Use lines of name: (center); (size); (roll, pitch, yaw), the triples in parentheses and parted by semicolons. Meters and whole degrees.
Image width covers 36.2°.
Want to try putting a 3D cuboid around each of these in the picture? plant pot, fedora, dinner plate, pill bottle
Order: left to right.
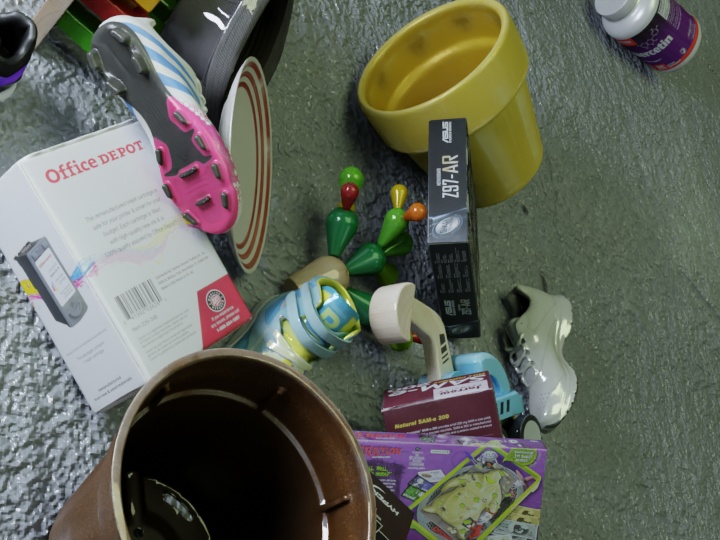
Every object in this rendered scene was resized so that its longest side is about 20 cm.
plant pot: (-0.124, 0.187, 0.790); (0.198, 0.198, 0.203); (19, 55, -29)
fedora: (-0.137, -0.227, 1.076); (0.089, 0.200, 0.179); (28, 78, 2)
dinner plate: (-0.110, -0.099, 1.040); (0.200, 0.024, 0.204); (3, 90, -83)
plant pot: (0.124, -0.185, 1.311); (0.190, 0.198, 0.203); (53, 37, -34)
pill bottle: (0.496, -0.432, 1.910); (0.198, 0.112, 0.114); (23, 53, -37)

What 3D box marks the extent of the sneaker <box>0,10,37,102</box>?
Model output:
sneaker: (-0.334, -0.169, 0.855); (0.199, 0.099, 0.070); (-31, 90, -51)

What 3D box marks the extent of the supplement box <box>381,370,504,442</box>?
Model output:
supplement box: (0.091, 0.207, 1.045); (0.061, 0.107, 0.203); (-79, 158, -78)

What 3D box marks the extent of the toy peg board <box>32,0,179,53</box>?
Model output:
toy peg board: (-0.187, -0.288, 1.004); (0.097, 0.198, 0.202); (39, 44, -20)

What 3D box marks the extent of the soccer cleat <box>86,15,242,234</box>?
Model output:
soccer cleat: (-0.150, -0.130, 0.935); (0.202, 0.069, 0.086); (59, 28, -5)

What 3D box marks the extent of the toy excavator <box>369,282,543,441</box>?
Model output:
toy excavator: (0.088, 0.110, 1.126); (0.193, 0.099, 0.204); (-6, 86, -51)

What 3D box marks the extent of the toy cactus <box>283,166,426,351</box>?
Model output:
toy cactus: (0.000, 0.000, 1.133); (0.163, 0.102, 0.203); (-22, 107, -34)

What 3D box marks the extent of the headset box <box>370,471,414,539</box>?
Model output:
headset box: (-0.055, 0.269, 0.872); (0.077, 0.148, 0.201); (45, 43, -18)

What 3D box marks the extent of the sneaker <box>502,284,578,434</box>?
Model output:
sneaker: (0.209, 0.105, 1.332); (0.086, 0.075, 0.202); (23, 45, -22)

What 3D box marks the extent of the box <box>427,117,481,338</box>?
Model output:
box: (0.106, -0.043, 1.222); (0.201, 0.043, 0.163); (74, 16, -57)

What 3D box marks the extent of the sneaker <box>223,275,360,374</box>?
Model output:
sneaker: (-0.070, 0.077, 0.981); (0.080, 0.130, 0.201); (46, 42, -20)

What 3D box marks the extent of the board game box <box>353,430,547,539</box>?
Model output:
board game box: (0.065, 0.210, 0.998); (0.032, 0.196, 0.122); (-97, -169, -75)

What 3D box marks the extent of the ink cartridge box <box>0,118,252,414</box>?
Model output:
ink cartridge box: (-0.201, -0.006, 0.919); (0.147, 0.085, 0.202); (-31, 91, -53)
